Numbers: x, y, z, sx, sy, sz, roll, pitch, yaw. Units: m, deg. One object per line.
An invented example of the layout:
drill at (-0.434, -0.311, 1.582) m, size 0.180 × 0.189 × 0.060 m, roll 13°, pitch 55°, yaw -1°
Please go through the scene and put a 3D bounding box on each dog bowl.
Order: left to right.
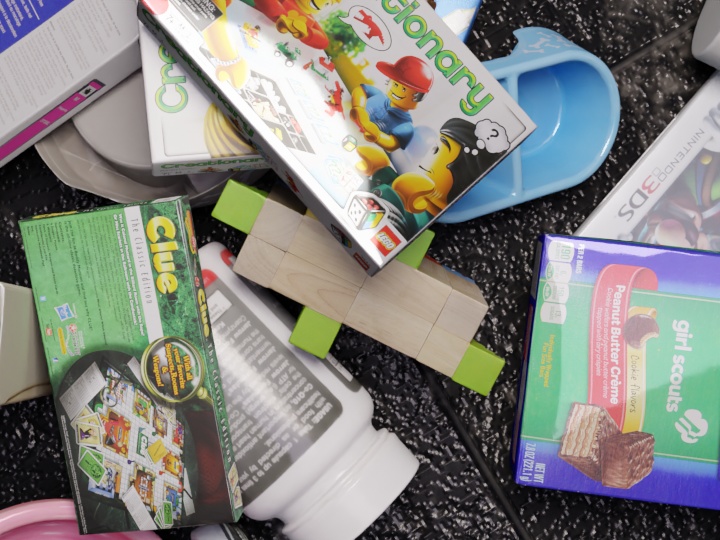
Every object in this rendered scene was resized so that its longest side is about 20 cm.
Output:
dog bowl at (-0.123, -0.131, 0.887) m, size 0.200 × 0.059 × 0.200 m, roll -3°, pitch 80°, yaw 18°
dog bowl at (0.089, -0.093, 0.885) m, size 0.200 × 0.050 × 0.112 m, roll -18°, pitch 115°, yaw -29°

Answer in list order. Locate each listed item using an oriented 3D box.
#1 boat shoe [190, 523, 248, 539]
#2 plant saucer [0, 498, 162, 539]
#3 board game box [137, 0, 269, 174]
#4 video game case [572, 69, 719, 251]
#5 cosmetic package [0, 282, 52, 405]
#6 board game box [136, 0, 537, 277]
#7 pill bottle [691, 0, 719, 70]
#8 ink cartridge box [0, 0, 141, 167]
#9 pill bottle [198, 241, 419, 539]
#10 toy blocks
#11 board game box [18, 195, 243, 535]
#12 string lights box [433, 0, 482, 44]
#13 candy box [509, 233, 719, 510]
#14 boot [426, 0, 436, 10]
boat shoe at (-0.040, 0.243, 0.900) m, size 0.071 × 0.072 × 0.200 m, roll -33°, pitch 99°, yaw -13°
plant saucer at (-0.203, 0.245, 0.866) m, size 0.200 × 0.051 × 0.201 m, roll 0°, pitch 91°, yaw -27°
board game box at (-0.070, -0.161, 0.803) m, size 0.126 × 0.035 × 0.200 m, roll -6°, pitch 82°, yaw -10°
video game case at (0.271, -0.013, 0.949) m, size 0.200 × 0.023 × 0.182 m, roll 42°, pitch 86°, yaw 0°
cosmetic package at (-0.251, 0.042, 0.827) m, size 0.103 × 0.200 × 0.073 m, roll 3°, pitch 88°, yaw -2°
board game box at (-0.013, -0.112, 0.760) m, size 0.126 × 0.035 × 0.200 m, roll -42°, pitch 90°, yaw -15°
pill bottle at (0.337, -0.149, 0.914) m, size 0.200 × 0.114 × 0.114 m, roll 23°, pitch 85°, yaw -3°
ink cartridge box at (-0.209, -0.142, 0.868) m, size 0.200 × 0.037 × 0.095 m, roll -34°, pitch 70°, yaw 13°
pill bottle at (-0.065, 0.089, 0.879) m, size 0.114 × 0.114 × 0.200 m, roll -44°, pitch 90°, yaw -5°
toy blocks at (0.000, 0.000, 0.881) m, size 0.200 × 0.137 × 0.100 m, roll 26°, pitch 98°, yaw -4°
board game box at (-0.138, 0.060, 0.817) m, size 0.105 × 0.023 × 0.200 m, roll -6°, pitch 100°, yaw 14°
string lights box at (0.022, -0.168, 0.926) m, size 0.103 × 0.059 × 0.200 m, roll 21°, pitch 86°, yaw 1°
candy box at (0.209, 0.069, 0.895) m, size 0.200 × 0.077 × 0.169 m, roll 6°, pitch 94°, yaw 3°
boot at (-0.002, -0.204, 0.873) m, size 0.107 × 0.075 × 0.200 m, roll 18°, pitch 91°, yaw 21°
